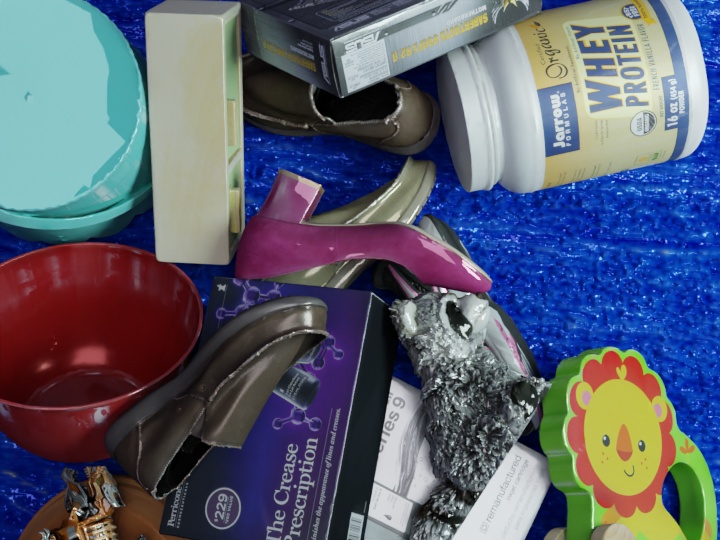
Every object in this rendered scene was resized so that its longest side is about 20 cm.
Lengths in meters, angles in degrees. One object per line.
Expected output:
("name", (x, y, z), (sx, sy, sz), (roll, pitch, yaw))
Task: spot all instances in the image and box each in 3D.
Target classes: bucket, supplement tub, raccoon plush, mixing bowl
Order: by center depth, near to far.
("raccoon plush", (0.050, 0.111, 0.887), (0.133, 0.097, 0.201), (33, 81, 10))
("mixing bowl", (-0.223, 0.080, 0.933), (0.197, 0.201, 0.109), (2, 127, -1))
("bucket", (-0.257, -0.124, 0.963), (0.204, 0.135, 0.210), (0, 84, -1))
("supplement tub", (0.172, -0.146, 0.973), (0.198, 0.144, 0.146), (-13, 84, -3))

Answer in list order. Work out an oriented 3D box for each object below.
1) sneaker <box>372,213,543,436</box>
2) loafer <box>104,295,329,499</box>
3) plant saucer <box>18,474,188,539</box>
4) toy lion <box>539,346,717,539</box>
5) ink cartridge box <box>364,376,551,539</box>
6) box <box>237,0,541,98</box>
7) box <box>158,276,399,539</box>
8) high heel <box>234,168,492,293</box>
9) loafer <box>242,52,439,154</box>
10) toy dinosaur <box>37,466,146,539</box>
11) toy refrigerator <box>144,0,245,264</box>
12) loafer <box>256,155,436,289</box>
("sneaker", (0.083, 0.056, 0.994), (0.086, 0.080, 0.201), (-33, 84, 15))
("loafer", (-0.093, 0.094, 0.838), (0.200, 0.073, 0.071), (-40, 66, 16))
("plant saucer", (-0.205, 0.268, 0.943), (0.198, 0.037, 0.203), (-3, 81, 15))
("toy lion", (0.221, 0.164, 0.946), (0.199, 0.068, 0.194), (21, 66, -35))
("ink cartridge box", (0.039, 0.177, 0.963), (0.198, 0.084, 0.147), (27, 83, 2))
("box", (0.022, -0.214, 0.947), (0.199, 0.158, 0.049), (-27, 123, -23))
("box", (-0.059, 0.116, 0.895), (0.140, 0.079, 0.202), (4, 75, 25))
("high heel", (0.000, 0.000, 0.920), (0.198, 0.067, 0.097), (24, 87, 4))
("loafer", (-0.032, -0.153, 0.977), (0.198, 0.071, 0.074), (12, 82, 21))
("toy dinosaur", (-0.230, 0.254, 0.890), (0.134, 0.103, 0.202), (0, 60, -1))
("toy refrigerator", (-0.129, -0.113, 0.952), (0.069, 0.076, 0.202), (3, 110, 4))
("loafer", (-0.015, -0.028, 0.989), (0.068, 0.076, 0.200), (43, 85, -2))
